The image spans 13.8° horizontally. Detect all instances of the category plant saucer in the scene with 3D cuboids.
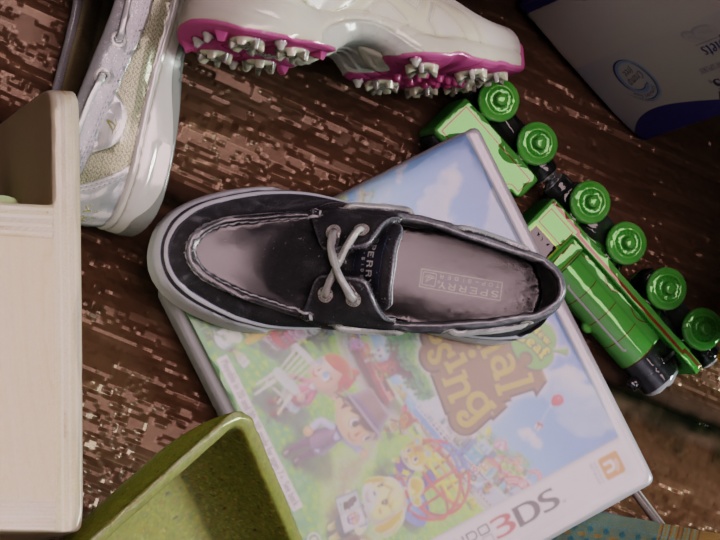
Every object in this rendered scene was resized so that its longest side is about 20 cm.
[{"bbox_3d":[-0.107,0.185,1.357,0.200,0.048,0.200,-41,133,-24],"label":"plant saucer"}]

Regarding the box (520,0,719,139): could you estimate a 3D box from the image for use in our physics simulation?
[{"bbox_3d":[0.211,-0.183,1.526,0.105,0.184,0.200,45,67,-13],"label":"box"}]

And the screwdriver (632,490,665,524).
[{"bbox_3d":[0.103,0.067,1.524,0.028,0.029,0.200,-40,101,-25],"label":"screwdriver"}]

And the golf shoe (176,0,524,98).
[{"bbox_3d":[0.002,-0.135,1.441,0.199,0.075,0.092,8,77,-40],"label":"golf shoe"}]

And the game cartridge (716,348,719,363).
[{"bbox_3d":[0.258,-0.046,1.503,0.176,0.032,0.201,-10,124,-61],"label":"game cartridge"}]

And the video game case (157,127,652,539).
[{"bbox_3d":[0.024,0.057,1.472,0.182,0.022,0.201,-27,91,-14],"label":"video game case"}]

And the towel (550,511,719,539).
[{"bbox_3d":[0.161,0.185,1.441,0.199,0.022,0.147,8,48,19],"label":"towel"}]

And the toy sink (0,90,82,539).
[{"bbox_3d":[-0.196,0.024,1.342,0.112,0.130,0.201,3,80,-22],"label":"toy sink"}]

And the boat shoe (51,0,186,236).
[{"bbox_3d":[-0.121,-0.120,1.433,0.065,0.074,0.203,9,84,-26],"label":"boat shoe"}]

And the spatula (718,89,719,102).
[{"bbox_3d":[0.228,-0.144,1.414,0.056,0.021,0.200,42,70,-7],"label":"spatula"}]

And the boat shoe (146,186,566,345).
[{"bbox_3d":[0.000,0.000,1.425,0.199,0.068,0.072,11,82,-12],"label":"boat shoe"}]

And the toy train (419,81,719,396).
[{"bbox_3d":[0.108,-0.016,1.532,0.056,0.042,0.200,-44,99,-14],"label":"toy train"}]
